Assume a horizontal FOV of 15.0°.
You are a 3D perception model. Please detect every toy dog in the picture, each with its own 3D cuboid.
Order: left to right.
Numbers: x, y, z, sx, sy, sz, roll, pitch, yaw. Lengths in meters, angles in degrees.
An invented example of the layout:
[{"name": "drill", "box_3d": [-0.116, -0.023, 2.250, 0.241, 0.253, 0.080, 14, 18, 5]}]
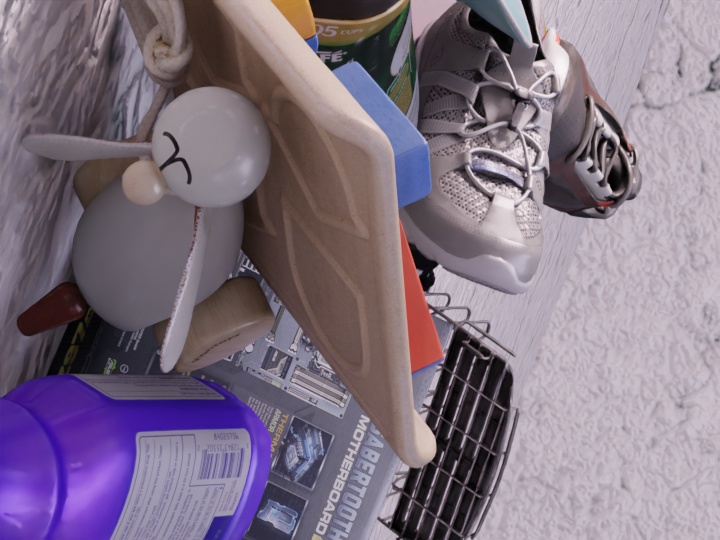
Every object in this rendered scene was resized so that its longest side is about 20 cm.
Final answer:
[{"name": "toy dog", "box_3d": [-0.090, -0.016, 1.056, 0.096, 0.132, 0.200, -28, 151, -14]}]

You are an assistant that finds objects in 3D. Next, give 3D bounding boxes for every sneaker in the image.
[{"name": "sneaker", "box_3d": [0.056, -0.072, 1.289, 0.082, 0.074, 0.201, -56, -154, 35]}, {"name": "sneaker", "box_3d": [0.122, -0.074, 1.508, 0.077, 0.082, 0.200, -61, 170, -5]}]

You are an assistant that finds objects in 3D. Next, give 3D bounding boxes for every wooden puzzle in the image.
[{"name": "wooden puzzle", "box_3d": [-0.021, -0.046, 1.051, 0.046, 0.185, 0.200, -27, 140, -13]}]

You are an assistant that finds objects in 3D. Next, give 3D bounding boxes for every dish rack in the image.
[{"name": "dish rack", "box_3d": [0.017, 0.065, 1.566, 0.054, 0.200, 0.154, -10, 126, -45]}]

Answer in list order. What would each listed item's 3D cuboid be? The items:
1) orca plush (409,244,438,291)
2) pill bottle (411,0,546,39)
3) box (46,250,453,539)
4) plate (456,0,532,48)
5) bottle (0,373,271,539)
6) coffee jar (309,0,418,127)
[{"name": "orca plush", "box_3d": [0.000, 0.000, 1.389, 0.200, 0.071, 0.106, -28, -150, 52]}, {"name": "pill bottle", "box_3d": [0.047, -0.137, 1.522, 0.200, 0.111, 0.112, 54, 57, -79]}, {"name": "box", "box_3d": [-0.066, 0.081, 1.197, 0.051, 0.157, 0.201, -3, -117, 65]}, {"name": "plate", "box_3d": [0.025, -0.187, 1.235, 0.201, 0.025, 0.200, 62, 10, -19]}, {"name": "bottle", "box_3d": [-0.113, 0.082, 1.056, 0.200, 0.065, 0.084, 3, 113, -59]}, {"name": "coffee jar", "box_3d": [-0.024, -0.112, 1.189, 0.200, 0.104, 0.086, 91, 13, -61]}]
